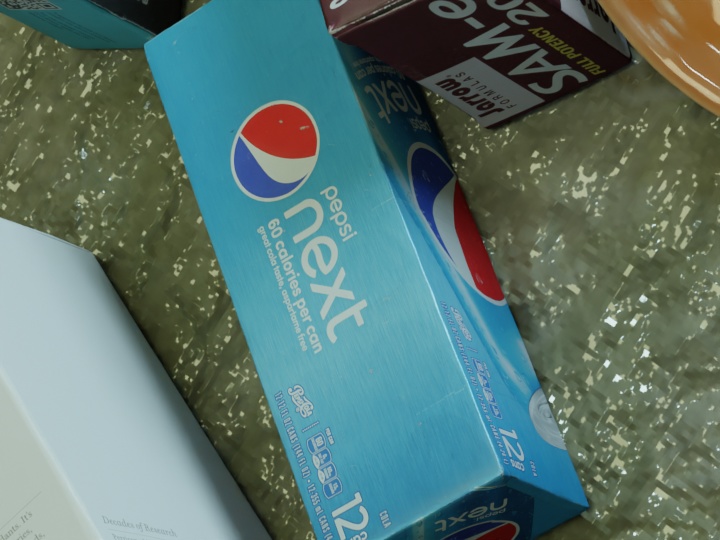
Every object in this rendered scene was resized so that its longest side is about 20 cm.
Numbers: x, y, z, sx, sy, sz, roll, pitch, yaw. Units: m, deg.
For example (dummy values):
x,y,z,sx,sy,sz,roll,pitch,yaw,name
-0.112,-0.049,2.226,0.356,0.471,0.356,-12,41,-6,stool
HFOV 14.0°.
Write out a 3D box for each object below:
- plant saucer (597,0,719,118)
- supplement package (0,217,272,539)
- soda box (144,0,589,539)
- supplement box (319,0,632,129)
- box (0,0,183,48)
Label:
x,y,z,sx,sy,sz,roll,pitch,yaw,name
0.142,-0.128,0.856,0.200,0.037,0.200,19,126,29,plant saucer
-0.116,0.088,0.956,0.121,0.120,0.200,-43,59,16,supplement package
0.000,0.000,0.944,0.068,0.064,0.200,-31,63,20,soda box
0.018,-0.157,0.950,0.061,0.109,0.200,-23,67,23,supplement box
-0.091,-0.185,1.039,0.049,0.082,0.200,3,78,33,box
